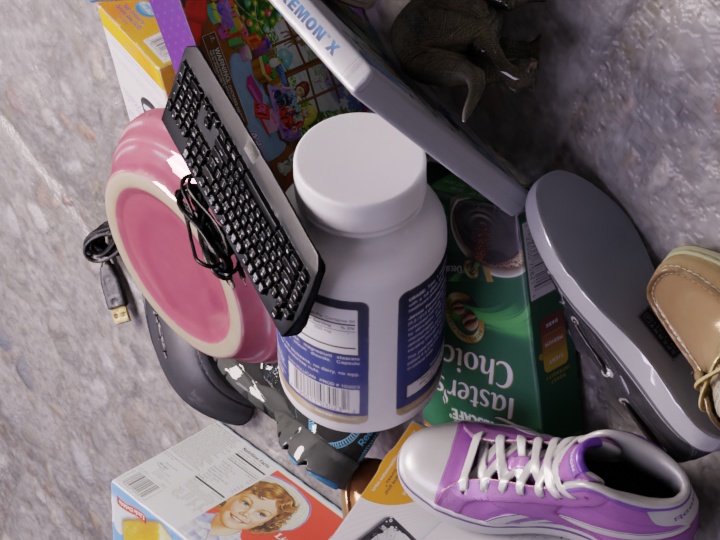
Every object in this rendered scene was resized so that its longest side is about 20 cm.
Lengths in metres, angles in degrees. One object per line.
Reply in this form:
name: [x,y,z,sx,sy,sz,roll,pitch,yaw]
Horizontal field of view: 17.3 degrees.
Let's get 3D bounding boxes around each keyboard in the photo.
keyboard: [-0.087,-0.039,1.471,0.201,0.039,0.104,60,148,34]

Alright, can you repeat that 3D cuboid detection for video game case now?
video game case: [0.006,-0.128,1.449,0.022,0.200,0.182,-46,53,9]

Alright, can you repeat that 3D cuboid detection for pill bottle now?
pill bottle: [0.000,0.000,1.499,0.111,0.111,0.201,39,148,30]

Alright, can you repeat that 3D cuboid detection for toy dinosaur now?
toy dinosaur: [0.059,-0.141,1.423,0.101,0.201,0.077,8,139,5]

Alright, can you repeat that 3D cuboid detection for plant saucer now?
plant saucer: [-0.114,-0.015,1.655,0.200,0.051,0.201,39,148,30]

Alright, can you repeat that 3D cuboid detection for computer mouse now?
computer mouse: [-0.164,0.043,1.885,0.140,0.046,0.201,-19,96,53]

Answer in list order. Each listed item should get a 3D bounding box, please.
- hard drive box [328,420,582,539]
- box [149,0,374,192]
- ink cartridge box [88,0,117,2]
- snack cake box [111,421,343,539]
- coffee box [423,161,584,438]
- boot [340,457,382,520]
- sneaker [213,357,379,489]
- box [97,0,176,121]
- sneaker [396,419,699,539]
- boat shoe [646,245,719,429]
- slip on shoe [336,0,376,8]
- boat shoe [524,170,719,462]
hard drive box: [0.083,0.211,1.540,0.199,0.156,0.077,22,146,21]
box: [-0.053,-0.132,1.562,0.039,0.136,0.201,-8,106,54]
ink cartridge box: [-0.148,-0.293,1.606,0.115,0.066,0.202,-10,90,53]
snack cake box: [-0.089,0.211,1.838,0.200,0.115,0.068,33,135,36]
coffee box: [0.086,0.036,1.570,0.123,0.044,0.201,18,125,44]
boot: [0.079,0.198,1.670,0.155,0.073,0.201,-38,79,46]
sneaker: [-0.041,0.082,1.750,0.073,0.082,0.200,37,-175,-44]
box: [-0.131,-0.094,1.721,0.119,0.041,0.201,46,157,49]
sneaker: [0.115,0.121,1.480,0.199,0.073,0.114,10,156,14]
boat shoe: [0.235,0.067,1.385,0.200,0.066,0.074,46,140,23]
slip on shoe: [-0.015,-0.228,1.470,0.061,0.076,0.200,-63,17,21]
boat shoe: [0.159,0.033,1.465,0.200,0.070,0.066,52,142,4]
